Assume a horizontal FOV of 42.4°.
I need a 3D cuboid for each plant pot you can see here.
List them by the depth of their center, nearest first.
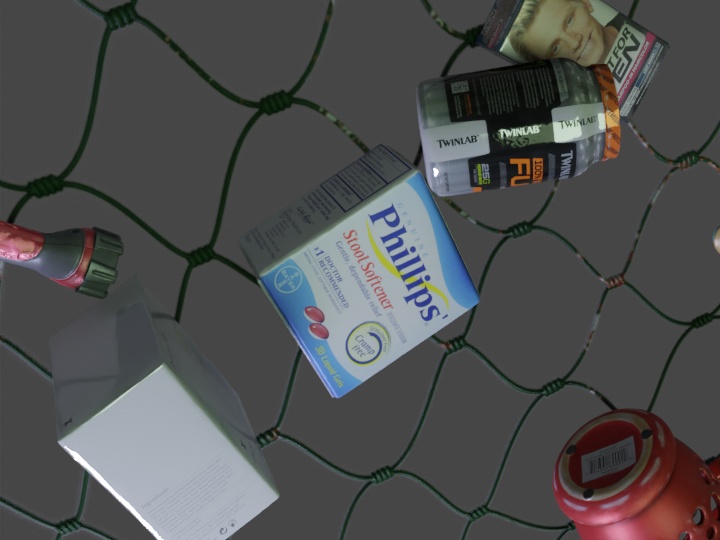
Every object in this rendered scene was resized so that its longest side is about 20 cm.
[{"bbox_3d":[0.369,0.297,1.239,0.200,0.200,0.183,-41,112,-1],"label":"plant pot"}]

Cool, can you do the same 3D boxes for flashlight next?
[{"bbox_3d":[-0.329,-0.030,0.881,0.198,0.068,0.068,19,105,-29],"label":"flashlight"}]

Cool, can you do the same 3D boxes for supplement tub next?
[{"bbox_3d":[0.160,-0.149,0.959,0.196,0.123,0.124,-8,118,7],"label":"supplement tub"}]

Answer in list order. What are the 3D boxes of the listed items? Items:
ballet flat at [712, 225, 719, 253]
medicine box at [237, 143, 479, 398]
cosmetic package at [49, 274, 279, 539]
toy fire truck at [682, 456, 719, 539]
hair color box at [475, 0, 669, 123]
[{"bbox_3d":[0.564,-0.026,1.248,0.197,0.063,0.070,10,108,-25],"label":"ballet flat"},{"bbox_3d":[0.000,0.000,1.008,0.198,0.103,0.183,-33,120,-5],"label":"medicine box"},{"bbox_3d":[-0.201,0.144,0.933,0.122,0.200,0.201,-37,121,-2],"label":"cosmetic package"},{"bbox_3d":[0.552,0.383,1.410,0.200,0.112,0.168,-47,145,3],"label":"toy fire truck"},{"bbox_3d":[0.235,-0.249,1.019,0.198,0.061,0.101,20,104,-27],"label":"hair color box"}]
